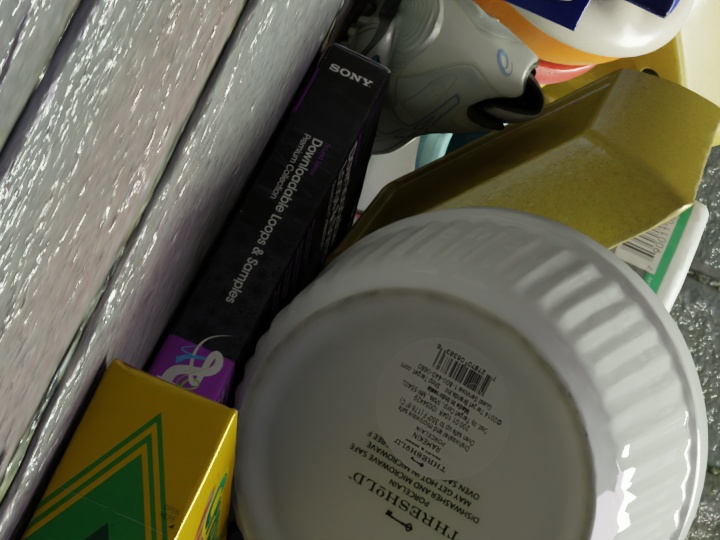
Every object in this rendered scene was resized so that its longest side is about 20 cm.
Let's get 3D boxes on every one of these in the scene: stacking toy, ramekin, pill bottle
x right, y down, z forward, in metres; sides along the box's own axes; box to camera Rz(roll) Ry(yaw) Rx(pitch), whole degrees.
[{"bbox_3d":[0.082,-0.143,1.415,0.200,0.146,0.146,-44,-166,50],"label":"stacking toy"},{"bbox_3d":[0.037,0.077,1.059,0.201,0.200,0.105,-67,163,16],"label":"ramekin"},{"bbox_3d":[0.101,-0.027,1.529,0.113,0.199,0.114,24,90,-85],"label":"pill bottle"}]

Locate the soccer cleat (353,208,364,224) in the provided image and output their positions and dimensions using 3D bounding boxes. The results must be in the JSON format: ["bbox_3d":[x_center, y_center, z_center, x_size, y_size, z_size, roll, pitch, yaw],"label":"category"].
[{"bbox_3d":[0.000,0.000,1.411,0.200,0.068,0.074,-28,131,-82],"label":"soccer cleat"}]

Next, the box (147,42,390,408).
[{"bbox_3d":[-0.048,0.015,1.127,0.143,0.036,0.200,105,9,-60],"label":"box"}]

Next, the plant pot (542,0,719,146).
[{"bbox_3d":[0.189,-0.185,1.557,0.200,0.195,0.195,-55,146,-35],"label":"plant pot"}]

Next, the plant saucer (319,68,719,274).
[{"bbox_3d":[0.067,-0.032,1.196,0.199,0.049,0.200,-26,-171,18],"label":"plant saucer"}]

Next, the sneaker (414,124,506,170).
[{"bbox_3d":[0.056,-0.015,1.367,0.082,0.074,0.201,-73,159,-63],"label":"sneaker"}]

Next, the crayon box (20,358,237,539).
[{"bbox_3d":[-0.109,0.151,0.990,0.200,0.058,0.173,102,13,-67],"label":"crayon box"}]

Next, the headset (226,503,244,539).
[{"bbox_3d":[-0.029,0.108,1.226,0.200,0.094,0.124,136,-44,-61],"label":"headset"}]

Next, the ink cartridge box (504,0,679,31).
[{"bbox_3d":[0.124,-0.219,1.237,0.076,0.136,0.201,-55,168,-56],"label":"ink cartridge box"}]

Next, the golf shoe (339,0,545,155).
[{"bbox_3d":[0.041,-0.086,1.235,0.200,0.097,0.079,80,33,-84],"label":"golf shoe"}]
